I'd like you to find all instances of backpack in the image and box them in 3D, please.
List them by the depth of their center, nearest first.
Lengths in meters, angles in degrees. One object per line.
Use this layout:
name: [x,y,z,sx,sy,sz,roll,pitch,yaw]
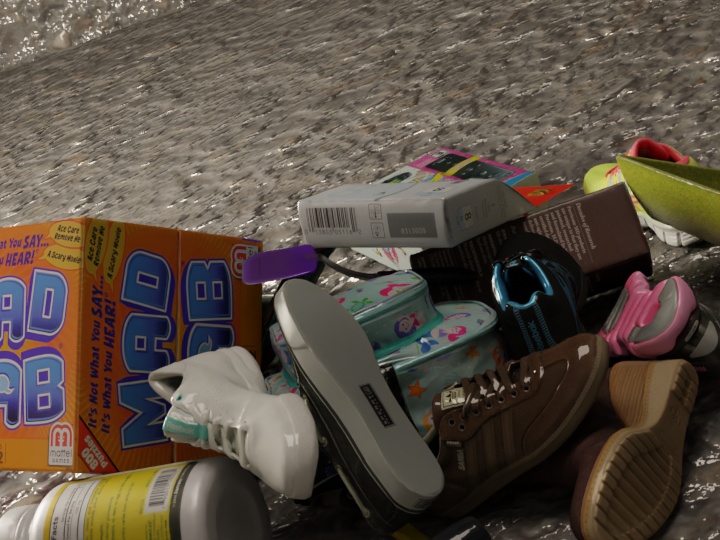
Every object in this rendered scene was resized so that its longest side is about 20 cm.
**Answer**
backpack: [0.023,0.083,1.349,0.200,0.151,0.178,-15,7,-3]

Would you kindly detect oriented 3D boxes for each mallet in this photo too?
mallet: [0.023,0.197,1.238,0.066,0.041,0.200,-34,20,-23]

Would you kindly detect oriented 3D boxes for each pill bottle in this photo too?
pill bottle: [-0.177,0.210,1.285,0.200,0.113,0.112,-12,24,25]

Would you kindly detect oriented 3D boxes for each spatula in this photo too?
spatula: [0.000,0.000,1.420,0.200,0.021,0.057,5,26,-8]

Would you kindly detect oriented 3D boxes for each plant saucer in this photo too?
plant saucer: [0.336,-0.044,1.392,0.200,0.048,0.200,7,11,-23]

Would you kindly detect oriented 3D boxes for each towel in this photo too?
towel: [-0.072,0.047,1.530,0.200,0.022,0.147,-60,-5,38]

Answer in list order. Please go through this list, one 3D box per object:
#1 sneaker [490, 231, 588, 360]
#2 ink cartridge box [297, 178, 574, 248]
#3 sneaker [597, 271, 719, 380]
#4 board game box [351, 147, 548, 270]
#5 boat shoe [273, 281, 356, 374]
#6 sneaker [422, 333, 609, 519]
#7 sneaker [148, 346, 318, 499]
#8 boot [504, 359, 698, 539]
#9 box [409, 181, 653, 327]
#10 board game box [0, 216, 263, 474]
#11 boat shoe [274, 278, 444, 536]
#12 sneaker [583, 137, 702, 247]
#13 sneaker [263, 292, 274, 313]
sneaker: [0.139,0.010,1.336,0.073,0.082,0.200,-25,26,8]
ink cartridge box: [0.069,-0.066,1.473,0.160,0.047,0.200,0,17,39]
sneaker: [0.247,0.053,1.323,0.079,0.095,0.200,-63,5,1]
board game box: [0.083,-0.058,1.739,0.147,0.064,0.200,-29,24,-18]
boat shoe: [-0.044,0.080,1.536,0.068,0.072,0.200,-35,20,30]
sneaker: [0.093,0.106,1.208,0.200,0.075,0.071,-48,20,30]
sneaker: [-0.097,0.115,1.233,0.088,0.075,0.200,-2,17,-25]
boot: [0.151,0.145,1.222,0.166,0.072,0.200,-22,21,39]
box: [0.151,-0.004,1.479,0.200,0.075,0.100,-17,-15,7]
board game box: [-0.222,0.070,1.429,0.200,0.200,0.200,-5,-7,42]
boat shoe: [-0.016,0.098,1.223,0.071,0.200,0.064,-1,-37,-49]
sneaker: [0.271,-0.088,1.592,0.078,0.090,0.200,-31,22,-17]
sneaker: [-0.151,0.076,1.616,0.080,0.077,0.200,-9,25,43]
